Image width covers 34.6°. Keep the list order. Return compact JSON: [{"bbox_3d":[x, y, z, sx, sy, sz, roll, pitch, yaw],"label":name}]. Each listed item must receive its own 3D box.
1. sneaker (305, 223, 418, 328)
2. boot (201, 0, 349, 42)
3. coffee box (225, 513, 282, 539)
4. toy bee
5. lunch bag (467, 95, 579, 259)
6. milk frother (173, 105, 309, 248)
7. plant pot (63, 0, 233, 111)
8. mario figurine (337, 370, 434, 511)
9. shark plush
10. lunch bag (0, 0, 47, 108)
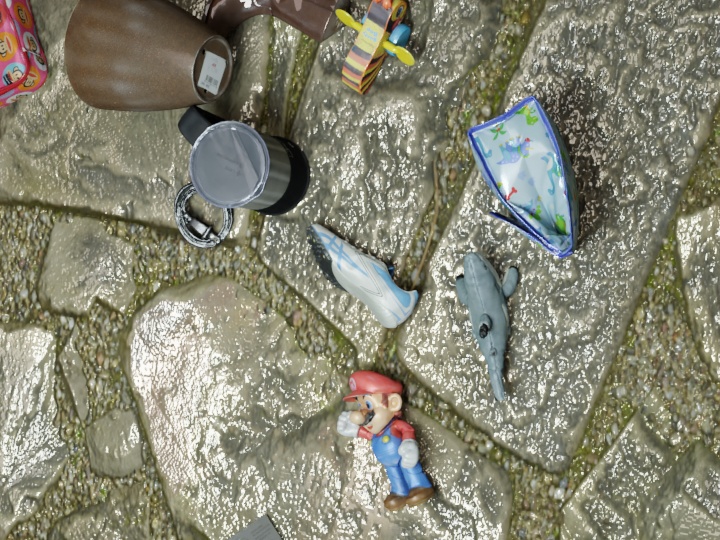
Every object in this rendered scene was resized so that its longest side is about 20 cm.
[{"bbox_3d":[0.000,0.000,1.658,0.072,0.072,0.200,-40,71,-23],"label":"sneaker"},{"bbox_3d":[-0.123,-0.366,1.693,0.198,0.064,0.189,25,98,9],"label":"boot"},{"bbox_3d":[-0.184,0.500,1.626,0.197,0.199,0.201,-37,81,12],"label":"coffee box"},{"bbox_3d":[0.024,-0.352,1.626,0.129,0.109,0.204,12,93,16],"label":"toy bee"},{"bbox_3d":[0.232,-0.110,1.535,0.126,0.170,0.202,-28,85,13],"label":"lunch bag"},{"bbox_3d":[-0.195,-0.115,1.641,0.178,0.188,0.203,24,96,14],"label":"milk frother"},{"bbox_3d":[-0.285,-0.304,1.646,0.198,0.186,0.190,18,94,28],"label":"plant pot"},{"bbox_3d":[0.024,0.240,1.623,0.122,0.106,0.203,-23,85,15],"label":"mario figurine"},{"bbox_3d":[0.166,0.077,1.596,0.089,0.083,0.204,3,90,15],"label":"shark plush"},{"bbox_3d":[-0.594,-0.354,1.809,0.174,0.082,0.203,-21,83,18],"label":"lunch bag"}]
